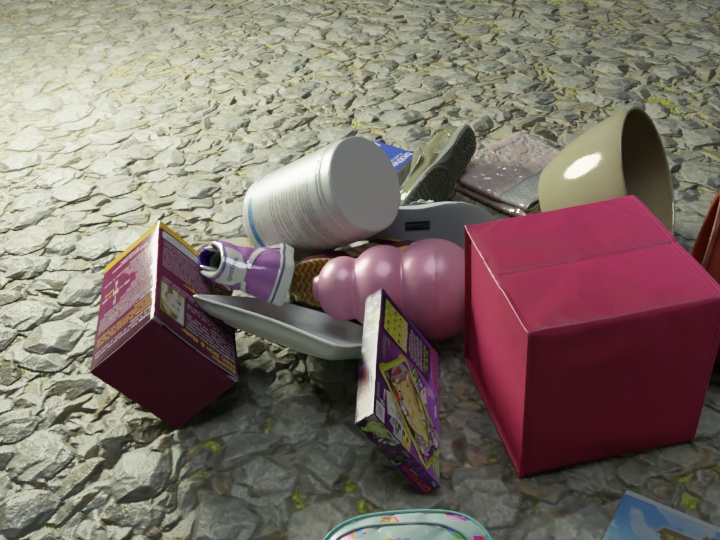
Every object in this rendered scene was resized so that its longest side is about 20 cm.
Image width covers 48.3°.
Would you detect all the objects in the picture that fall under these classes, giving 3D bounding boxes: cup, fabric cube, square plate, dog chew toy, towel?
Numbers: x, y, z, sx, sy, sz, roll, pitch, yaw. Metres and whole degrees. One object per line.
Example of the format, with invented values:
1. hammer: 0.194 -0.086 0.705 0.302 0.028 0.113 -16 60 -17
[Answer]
1. cup: 0.334 -0.111 1.117 0.142 0.202 0.200 -9 26 39
2. fabric cube: 0.230 0.064 0.851 0.197 0.198 0.201 -11 36 -6
3. square plate: -0.065 0.069 0.944 0.198 0.029 0.198 17 3 26
4. dog chew toy: 0.040 0.023 0.986 0.198 0.126 0.125 0 35 4
5. towel: 0.260 -0.160 1.307 0.199 0.033 0.190 -28 41 -31

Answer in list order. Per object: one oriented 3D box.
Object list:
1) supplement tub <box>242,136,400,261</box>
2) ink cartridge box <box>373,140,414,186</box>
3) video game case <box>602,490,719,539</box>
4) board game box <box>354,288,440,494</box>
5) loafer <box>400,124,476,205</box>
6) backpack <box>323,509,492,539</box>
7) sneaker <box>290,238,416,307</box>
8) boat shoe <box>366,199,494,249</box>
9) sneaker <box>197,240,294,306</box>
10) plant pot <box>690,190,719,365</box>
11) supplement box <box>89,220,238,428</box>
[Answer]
1. supplement tub: -0.057 -0.091 1.087 0.199 0.133 0.132 -15 19 47
2. ink cartridge box: 0.004 -0.142 1.293 0.093 0.045 0.200 21 42 29
3. video game case: 0.291 0.291 0.674 0.198 0.022 0.182 18 41 28
4. board game box: 0.043 0.123 0.858 0.032 0.120 0.201 -33 26 24
5. loafer: 0.112 -0.153 1.267 0.069 0.076 0.200 9 48 41
6. backpack: 0.035 0.277 0.613 0.174 0.155 0.201 -7 28 5
7. sneaker: 0.000 0.000 1.083 0.198 0.076 0.090 -4 18 0
8. boat shoe: 0.094 -0.065 1.157 0.197 0.074 0.068 -5 16 -9
9. sneaker: -0.144 -0.010 1.007 0.113 0.073 0.200 17 0 -8
10. plant pot: 0.461 0.036 0.885 0.194 0.202 0.201 20 41 18
11. supplement box: -0.225 0.059 0.937 0.103 0.131 0.201 -37 33 13
